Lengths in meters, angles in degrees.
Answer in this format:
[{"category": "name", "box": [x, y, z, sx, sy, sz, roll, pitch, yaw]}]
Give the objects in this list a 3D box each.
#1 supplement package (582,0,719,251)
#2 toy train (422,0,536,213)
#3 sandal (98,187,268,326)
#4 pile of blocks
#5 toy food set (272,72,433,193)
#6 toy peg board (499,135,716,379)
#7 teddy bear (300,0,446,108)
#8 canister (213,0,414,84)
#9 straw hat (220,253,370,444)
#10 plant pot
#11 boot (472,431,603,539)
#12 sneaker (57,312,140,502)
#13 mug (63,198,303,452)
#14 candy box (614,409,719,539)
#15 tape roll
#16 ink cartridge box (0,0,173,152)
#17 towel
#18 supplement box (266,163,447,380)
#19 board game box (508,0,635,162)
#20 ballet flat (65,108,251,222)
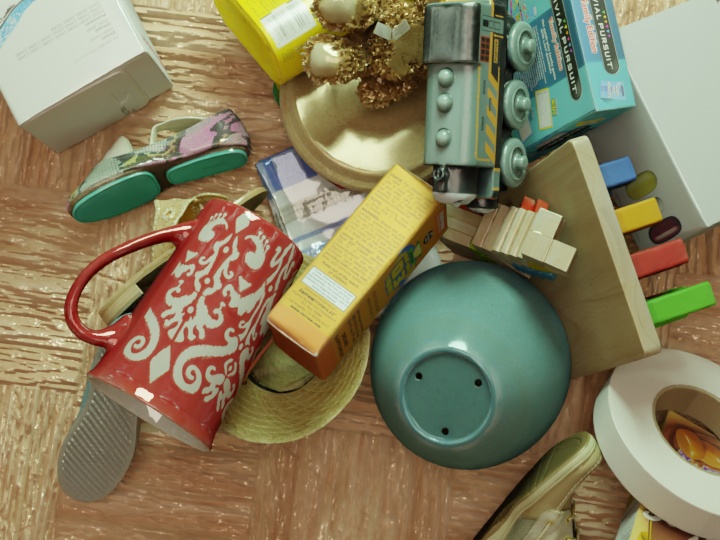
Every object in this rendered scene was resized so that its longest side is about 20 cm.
[{"category": "supplement package", "box": [0.311, -0.140, 1.275, 0.154, 0.111, 0.202, -23, 83, -26]}, {"category": "toy train", "box": [0.102, -0.154, 1.212, 0.084, 0.113, 0.204, 7, 95, 36]}, {"category": "sandal", "box": [-0.194, -0.036, 1.335, 0.211, 0.078, 0.070, -41, 82, 5]}, {"category": "pile of blocks", "box": [0.151, -0.036, 1.269, 0.082, 0.199, 0.063, 30, 83, -32]}, {"category": "toy food set", "box": [0.015, -0.171, 1.337, 0.198, 0.049, 0.200, -25, 77, -13]}, {"category": "toy peg board", "box": [0.236, -0.015, 1.263, 0.096, 0.200, 0.202, -16, 83, -16]}, {"category": "teddy bear", "box": [0.032, -0.222, 1.262, 0.197, 0.067, 0.147, -17, 117, -24]}, {"category": "canister", "box": [-0.035, -0.288, 1.309, 0.199, 0.087, 0.149, -33, 59, -11]}, {"category": "straw hat", "box": [-0.076, 0.081, 1.314, 0.197, 0.085, 0.204, -4, 70, 11]}, {"category": "plant pot", "box": [0.093, 0.101, 1.250, 0.197, 0.135, 0.204, 2, 100, 14]}, {"category": "boot", "box": [0.205, 0.263, 1.267, 0.154, 0.072, 0.201, 39, 117, 4]}, {"category": "sneaker", "box": [-0.246, 0.135, 1.331, 0.073, 0.082, 0.202, 22, 109, -5]}, {"category": "mug", "box": [-0.156, 0.035, 1.215, 0.132, 0.178, 0.202, 15, 68, 45]}, {"category": "candy box", "box": [0.307, 0.235, 1.236, 0.116, 0.057, 0.201, 29, 43, 4]}, {"category": "tape roll", "box": [0.315, 0.159, 1.248, 0.201, 0.203, 0.037, 29, 130, 4]}, {"category": "ink cartridge box", "box": [-0.302, -0.249, 1.322, 0.145, 0.147, 0.202, -29, 84, -1]}, {"category": "towel", "box": [-0.010, -0.047, 1.353, 0.145, 0.024, 0.203, -22, 84, 0]}, {"category": "supplement box", "box": [0.000, 0.000, 1.244, 0.068, 0.067, 0.201, 32, 73, 19]}, {"category": "board game box", "box": [0.176, -0.198, 1.268, 0.046, 0.200, 0.154, -9, 83, -23]}, {"category": "ballet flat", "box": [-0.209, -0.112, 1.353, 0.197, 0.069, 0.072, -21, 66, -3]}]
